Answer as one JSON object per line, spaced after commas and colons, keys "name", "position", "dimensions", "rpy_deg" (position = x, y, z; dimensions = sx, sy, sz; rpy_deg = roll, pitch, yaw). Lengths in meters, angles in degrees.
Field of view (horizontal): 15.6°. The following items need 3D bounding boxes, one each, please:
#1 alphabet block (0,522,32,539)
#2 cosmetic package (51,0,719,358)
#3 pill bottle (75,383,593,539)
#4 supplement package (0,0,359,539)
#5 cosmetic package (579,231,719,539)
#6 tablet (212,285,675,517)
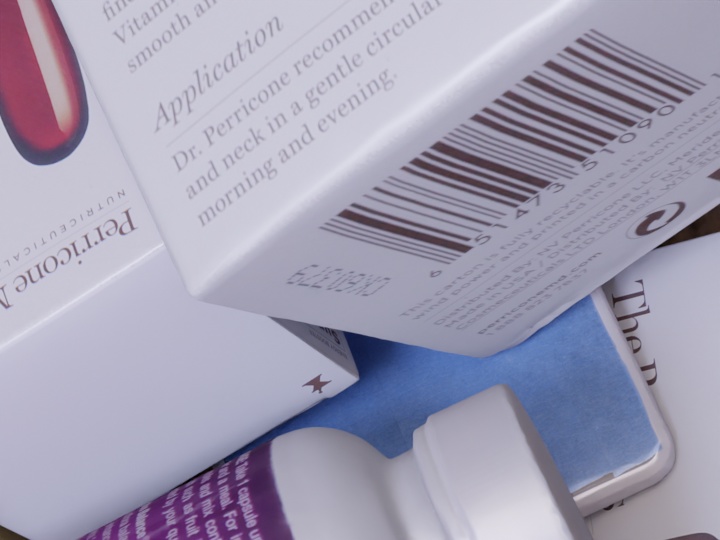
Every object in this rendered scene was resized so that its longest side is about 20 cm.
{"name": "alphabet block", "position": [-0.226, 0.045, 0.781], "dimensions": [0.195, 0.196, 0.200], "rpy_deg": [-31, 68, 15]}
{"name": "cosmetic package", "position": [0.017, -0.107, 0.721], "dimensions": [0.165, 0.165, 0.200], "rpy_deg": [-35, 66, 23]}
{"name": "pill bottle", "position": [-0.030, 0.111, 0.714], "dimensions": [0.200, 0.112, 0.112], "rpy_deg": [-27, 68, 6]}
{"name": "supplement package", "position": [-0.098, -0.038, 0.770], "dimensions": [0.114, 0.110, 0.200], "rpy_deg": [-32, 56, 14]}
{"name": "cosmetic package", "position": [0.128, 0.084, 0.774], "dimensions": [0.150, 0.052, 0.200], "rpy_deg": [-15, 64, 16]}
{"name": "tablet", "position": [0.000, 0.000, 0.809], "dimensions": [0.130, 0.014, 0.200], "rpy_deg": [-25, 67, 3]}
